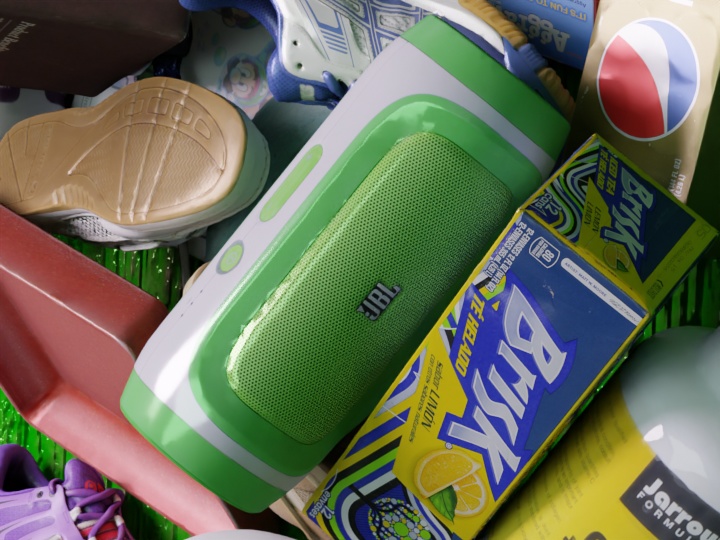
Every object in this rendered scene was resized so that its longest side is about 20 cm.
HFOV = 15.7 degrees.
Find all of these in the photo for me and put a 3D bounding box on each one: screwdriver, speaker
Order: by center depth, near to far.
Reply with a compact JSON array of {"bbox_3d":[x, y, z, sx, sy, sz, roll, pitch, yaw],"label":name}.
[{"bbox_3d":[-0.006,-0.002,1.038,0.200,0.088,0.088,-51,56,3],"label":"speaker"},{"bbox_3d":[-0.089,-0.063,1.252,0.029,0.028,0.200,161,103,-68],"label":"screwdriver"}]

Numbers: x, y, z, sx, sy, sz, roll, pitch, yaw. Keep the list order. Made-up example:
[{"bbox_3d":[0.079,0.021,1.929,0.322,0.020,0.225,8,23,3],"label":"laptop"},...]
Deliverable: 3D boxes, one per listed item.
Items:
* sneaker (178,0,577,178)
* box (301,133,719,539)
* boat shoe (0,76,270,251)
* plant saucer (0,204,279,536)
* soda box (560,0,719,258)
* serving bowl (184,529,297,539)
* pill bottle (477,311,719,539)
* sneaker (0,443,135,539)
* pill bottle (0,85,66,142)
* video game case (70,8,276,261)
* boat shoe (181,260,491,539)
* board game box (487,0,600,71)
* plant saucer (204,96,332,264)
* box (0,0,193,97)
[{"bbox_3d":[0.007,-0.090,1.114,0.200,0.075,0.088,40,75,15],"label":"sneaker"},{"bbox_3d":[0.056,0.042,1.022,0.064,0.070,0.200,39,132,6],"label":"box"},{"bbox_3d":[-0.096,-0.043,1.207,0.200,0.069,0.071,1,71,52],"label":"boat shoe"},{"bbox_3d":[-0.126,0.044,1.232,0.200,0.200,0.037,29,66,38],"label":"plant saucer"},{"bbox_3d":[0.141,-0.108,1.056,0.068,0.064,0.200,20,101,40],"label":"soda box"},{"bbox_3d":[-0.006,0.177,1.123,0.200,0.200,0.066,18,58,40],"label":"serving bowl"},{"bbox_3d":[0.128,0.094,1.028,0.112,0.112,0.200,52,121,29],"label":"pill bottle"},{"bbox_3d":[-0.136,0.142,1.282,0.200,0.081,0.083,26,99,39],"label":"sneaker"},{"bbox_3d":[-0.205,-0.116,1.324,0.112,0.112,0.200,-2,85,41],"label":"pill bottle"},{"bbox_3d":[-0.063,-0.106,1.260,0.182,0.024,0.200,25,104,39],"label":"video game case"},{"bbox_3d":[-0.019,0.085,1.134,0.065,0.071,0.200,-33,100,38],"label":"boat shoe"},{"bbox_3d":[0.023,-0.160,1.135,0.200,0.019,0.103,24,137,29],"label":"board game box"},{"bbox_3d":[0.000,0.000,1.173,0.201,0.039,0.201,1,92,34],"label":"plant saucer"},{"bbox_3d":[-0.188,-0.182,1.184,0.166,0.200,0.164,163,111,-68],"label":"box"}]
